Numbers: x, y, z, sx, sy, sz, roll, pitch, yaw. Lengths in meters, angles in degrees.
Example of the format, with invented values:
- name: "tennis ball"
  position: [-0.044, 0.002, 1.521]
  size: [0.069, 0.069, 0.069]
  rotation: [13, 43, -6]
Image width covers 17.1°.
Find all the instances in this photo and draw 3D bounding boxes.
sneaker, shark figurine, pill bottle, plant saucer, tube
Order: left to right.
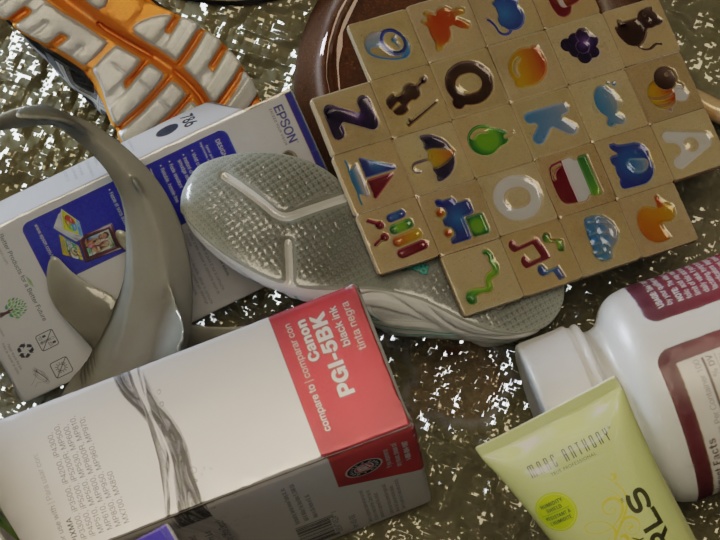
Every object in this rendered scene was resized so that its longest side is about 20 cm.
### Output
- name: "sneaker"
  position: [-0.123, -0.115, 1.302]
  size: [0.078, 0.077, 0.200]
  rotation: [-44, 93, -4]
- name: "shark figurine"
  position: [-0.112, 0.006, 1.203]
  size: [0.128, 0.090, 0.215]
  rotation: [-9, 116, -12]
- name: "sneaker"
  position: [0.000, 0.000, 1.236]
  size: [0.200, 0.080, 0.070]
  rotation: [20, 69, -4]
- name: "plant saucer"
  position: [0.058, -0.110, 1.291]
  size: [0.200, 0.034, 0.200]
  rotation: [-3, 75, 12]
- name: "tube"
  position: [0.138, 0.146, 1.163]
  size: [0.058, 0.052, 0.200]
  rotation: [-41, 109, -24]
- name: "pill bottle"
  position: [0.187, 0.049, 1.207]
  size: [0.200, 0.114, 0.114]
  rotation: [-19, 73, -1]

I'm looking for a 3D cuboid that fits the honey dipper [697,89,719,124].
- name: "honey dipper"
  position: [0.199, -0.084, 1.288]
  size: [0.200, 0.038, 0.038]
  rotation: [30, 78, 15]

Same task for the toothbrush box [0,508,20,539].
- name: "toothbrush box"
  position: [-0.242, 0.107, 1.046]
  size: [0.146, 0.086, 0.200]
  rotation: [-33, 74, -6]

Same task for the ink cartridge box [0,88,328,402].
- name: "ink cartridge box"
  position: [-0.110, -0.018, 1.261]
  size: [0.200, 0.039, 0.100]
  rotation: [-25, 115, -3]

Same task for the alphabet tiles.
- name: "alphabet tiles"
  position: [0.083, -0.071, 1.231]
  size: [0.200, 0.006, 0.167]
  rotation: [-18, 74, -16]

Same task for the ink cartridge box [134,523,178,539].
- name: "ink cartridge box"
  position: [-0.135, 0.245, 1.141]
  size: [0.200, 0.043, 0.198]
  rotation: [-27, 112, 4]

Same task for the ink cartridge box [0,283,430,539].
- name: "ink cartridge box"
  position: [-0.075, 0.098, 1.194]
  size: [0.200, 0.147, 0.083]
  rotation: [-21, 70, -3]

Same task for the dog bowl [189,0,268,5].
- name: "dog bowl"
  position: [-0.074, -0.253, 1.336]
  size: [0.200, 0.074, 0.200]
  rotation: [-1, 73, 4]
